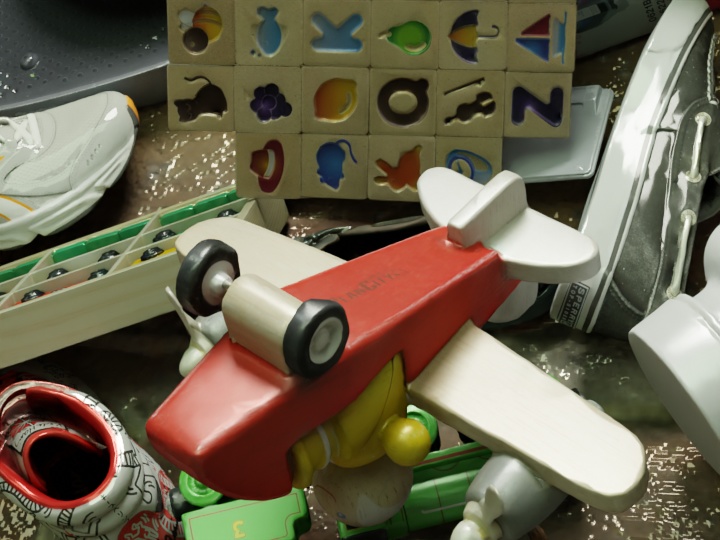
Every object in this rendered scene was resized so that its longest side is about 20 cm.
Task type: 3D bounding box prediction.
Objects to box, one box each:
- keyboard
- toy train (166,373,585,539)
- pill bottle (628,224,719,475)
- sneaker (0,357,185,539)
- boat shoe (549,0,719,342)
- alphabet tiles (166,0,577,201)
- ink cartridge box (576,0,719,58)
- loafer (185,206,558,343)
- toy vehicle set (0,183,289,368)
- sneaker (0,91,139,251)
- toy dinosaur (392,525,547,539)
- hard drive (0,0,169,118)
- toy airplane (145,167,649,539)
[{"bbox_3d":[0.034,-0.064,0.999,0.198,0.011,0.057,-3,58,30],"label":"keyboard"},{"bbox_3d":[0.010,0.096,0.878,0.198,0.042,0.057,-14,68,-1],"label":"toy train"},{"bbox_3d":[0.218,0.003,0.826,0.199,0.112,0.112,-35,51,-2],"label":"pill bottle"},{"bbox_3d":[-0.158,0.075,0.937,0.067,0.108,0.201,-44,52,-11],"label":"sneaker"},{"bbox_3d":[0.147,-0.047,0.924,0.063,0.071,0.201,20,59,5],"label":"boat shoe"},{"bbox_3d":[0.005,-0.114,0.930,0.198,0.168,0.006,1,20,3],"label":"alphabet tiles"},{"bbox_3d":[0.088,-0.204,0.999,0.198,0.146,0.146,-19,53,11],"label":"ink cartridge box"},{"bbox_3d":[0.000,0.000,0.950,0.198,0.063,0.072,-12,52,15],"label":"loafer"},{"bbox_3d":[-0.139,0.007,0.981,0.198,0.027,0.124,-19,13,10],"label":"toy vehicle set"},{"bbox_3d":[-0.218,-0.056,1.052,0.199,0.092,0.076,-28,31,1],"label":"sneaker"},{"bbox_3d":[-0.014,0.154,0.824,0.198,0.086,0.136,14,63,17],"label":"toy dinosaur"},{"bbox_3d":[-0.118,-0.156,1.119,0.198,0.042,0.136,-17,53,11],"label":"hard drive"},{"bbox_3d":[0.011,0.040,0.820,0.197,0.142,0.201,3,28,-4],"label":"toy airplane"}]
